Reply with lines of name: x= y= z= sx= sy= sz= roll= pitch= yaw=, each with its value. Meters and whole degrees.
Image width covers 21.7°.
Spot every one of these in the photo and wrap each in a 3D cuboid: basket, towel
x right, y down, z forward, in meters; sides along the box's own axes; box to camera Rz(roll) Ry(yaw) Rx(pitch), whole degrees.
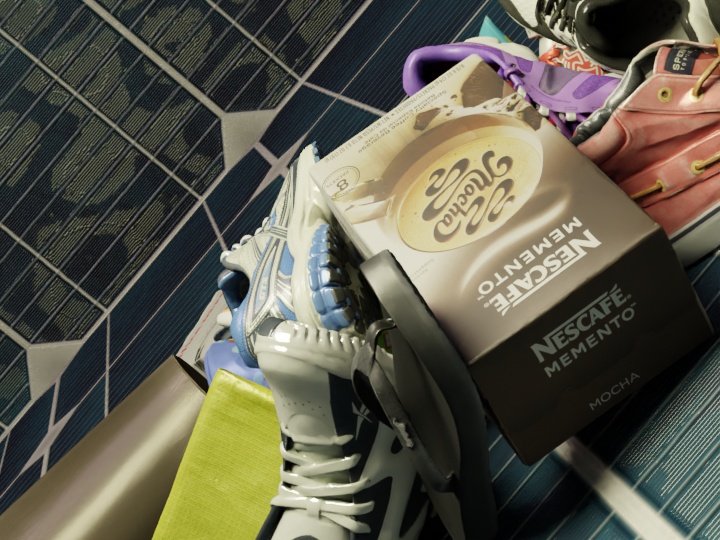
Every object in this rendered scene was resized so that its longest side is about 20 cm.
basket: x=-0.171 y=0.174 z=1.426 sx=0.200 sy=0.136 sz=0.180 roll=-46 pitch=5 yaw=0
towel: x=-0.080 y=0.162 z=1.053 sx=0.200 sy=0.086 sz=0.018 roll=-69 pitch=-15 yaw=4

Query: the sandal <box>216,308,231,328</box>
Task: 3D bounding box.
sandal: x=0.005 y=0.001 z=1.174 sx=0.206 sy=0.059 sz=0.079 roll=-12 pitch=-14 yaw=28

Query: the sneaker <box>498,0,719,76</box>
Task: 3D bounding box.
sneaker: x=0.139 y=-0.152 z=1.053 sx=0.200 sy=0.088 sz=0.076 roll=23 pitch=111 yaw=43

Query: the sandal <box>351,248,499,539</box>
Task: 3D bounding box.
sandal: x=0.028 y=0.073 z=0.873 sx=0.043 sy=0.200 sz=0.076 roll=-25 pitch=47 yaw=-9

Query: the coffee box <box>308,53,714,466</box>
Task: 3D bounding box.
coffee box: x=0.070 y=-0.012 z=0.933 sx=0.113 sy=0.080 sz=0.200 roll=-35 pitch=38 yaw=-3

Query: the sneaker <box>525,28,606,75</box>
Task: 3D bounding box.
sneaker: x=0.135 y=-0.136 z=1.285 sx=0.202 sy=0.108 sz=0.067 roll=-52 pitch=11 yaw=-11

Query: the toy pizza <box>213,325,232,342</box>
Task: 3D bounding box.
toy pizza: x=-0.013 y=0.007 z=1.332 sx=0.200 sy=0.032 sz=0.200 roll=-20 pitch=-8 yaw=-3

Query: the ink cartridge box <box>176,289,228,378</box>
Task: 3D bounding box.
ink cartridge box: x=-0.067 y=0.044 z=1.554 sx=0.200 sy=0.084 sz=0.145 roll=-36 pitch=17 yaw=49

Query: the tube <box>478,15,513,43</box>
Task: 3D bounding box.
tube: x=0.099 y=-0.111 z=1.225 sx=0.200 sy=0.050 sz=0.078 roll=-124 pitch=49 yaw=-69

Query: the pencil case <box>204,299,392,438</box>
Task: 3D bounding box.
pencil case: x=0.008 y=0.051 z=1.079 sx=0.200 sy=0.087 sz=0.078 roll=-22 pitch=-24 yaw=14

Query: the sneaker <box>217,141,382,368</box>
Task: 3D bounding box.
sneaker: x=-0.042 y=-0.008 z=1.059 sx=0.085 sy=0.077 sz=0.200 roll=-26 pitch=20 yaw=11

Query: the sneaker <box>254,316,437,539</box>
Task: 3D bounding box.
sneaker: x=-0.017 y=0.114 z=0.961 sx=0.130 sy=0.079 sz=0.199 roll=-67 pitch=-23 yaw=-19

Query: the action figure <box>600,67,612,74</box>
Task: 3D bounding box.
action figure: x=0.200 y=-0.158 z=1.124 sx=0.119 sy=0.102 sz=0.201 roll=25 pitch=112 yaw=56

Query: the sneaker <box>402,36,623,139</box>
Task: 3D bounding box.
sneaker: x=0.108 y=-0.083 z=1.068 sx=0.083 sy=0.200 sz=0.081 roll=-2 pitch=-73 yaw=-56

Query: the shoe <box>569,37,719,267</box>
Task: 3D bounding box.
shoe: x=0.191 y=-0.087 z=0.934 sx=0.200 sy=0.091 sz=0.072 roll=-42 pitch=13 yaw=37
